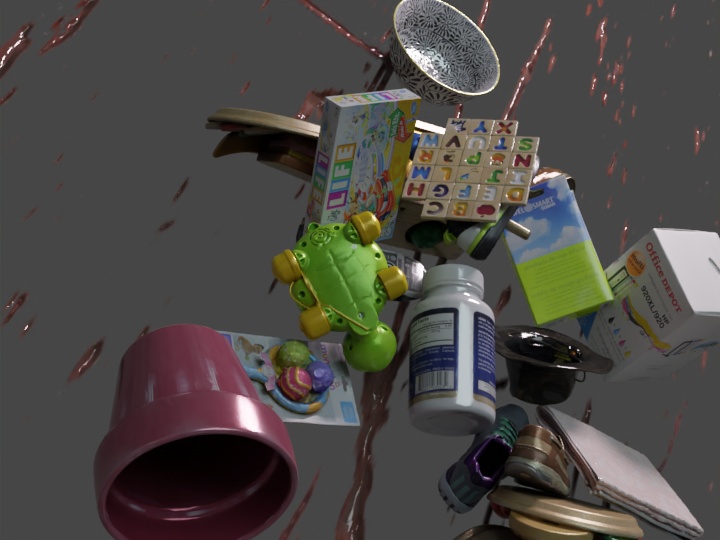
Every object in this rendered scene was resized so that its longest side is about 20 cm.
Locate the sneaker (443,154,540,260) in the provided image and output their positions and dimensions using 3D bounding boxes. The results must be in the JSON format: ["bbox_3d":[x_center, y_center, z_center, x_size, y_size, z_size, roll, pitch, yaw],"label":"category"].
[{"bbox_3d":[0.172,-0.102,1.483,0.082,0.072,0.201,31,54,5],"label":"sneaker"}]

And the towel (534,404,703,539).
[{"bbox_3d":[0.337,0.265,1.466,0.199,0.032,0.191,29,15,-24],"label":"towel"}]

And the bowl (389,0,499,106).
[{"bbox_3d":[0.115,-0.330,1.781,0.199,0.094,0.202,20,48,-23],"label":"bowl"}]

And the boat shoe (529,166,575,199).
[{"bbox_3d":[0.242,-0.113,1.736,0.198,0.073,0.068,-16,38,-34],"label":"boat shoe"}]

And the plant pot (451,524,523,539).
[{"bbox_3d":[0.189,0.382,1.295,0.199,0.093,0.203,20,48,-24],"label":"plant pot"}]

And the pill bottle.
[{"bbox_3d":[0.117,0.099,1.420,0.110,0.111,0.202,16,61,-25],"label":"pill bottle"}]

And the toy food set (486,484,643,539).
[{"bbox_3d":[0.248,0.303,1.347,0.196,0.200,0.049,14,84,-19],"label":"toy food set"}]

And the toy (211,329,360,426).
[{"bbox_3d":[-0.085,0.121,1.327,0.198,0.047,0.116,6,55,-32],"label":"toy"}]

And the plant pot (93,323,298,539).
[{"bbox_3d":[-0.176,0.162,1.144,0.198,0.201,0.180,12,36,-28],"label":"plant pot"}]

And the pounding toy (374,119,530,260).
[{"bbox_3d":[0.112,-0.109,1.575,0.182,0.142,0.202,12,52,-28],"label":"pounding toy"}]

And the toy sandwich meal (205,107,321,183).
[{"bbox_3d":[-0.108,-0.158,1.463,0.203,0.205,0.071,11,91,-29],"label":"toy sandwich meal"}]

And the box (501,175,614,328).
[{"bbox_3d":[0.281,-0.026,1.641,0.121,0.048,0.202,-19,73,2],"label":"box"}]

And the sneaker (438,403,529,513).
[{"bbox_3d":[0.179,0.226,1.408,0.074,0.088,0.200,44,44,2],"label":"sneaker"}]

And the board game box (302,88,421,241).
[{"bbox_3d":[0.000,-0.127,1.424,0.133,0.202,0.034,-13,36,-38],"label":"board game box"}]

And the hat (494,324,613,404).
[{"bbox_3d":[0.240,0.135,1.512,0.198,0.082,0.201,14,13,-3],"label":"hat"}]

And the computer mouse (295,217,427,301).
[{"bbox_3d":[0.000,0.000,1.487,0.198,0.044,0.110,20,43,-15],"label":"computer mouse"}]

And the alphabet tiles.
[{"bbox_3d":[0.148,-0.137,1.486,0.164,0.006,0.201,5,47,15],"label":"alphabet tiles"}]

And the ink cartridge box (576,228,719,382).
[{"bbox_3d":[0.443,0.053,1.649,0.143,0.200,0.148,1,57,-35],"label":"ink cartridge box"}]

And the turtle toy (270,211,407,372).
[{"bbox_3d":[-0.018,0.032,1.378,0.145,0.101,0.202,-25,83,-9],"label":"turtle toy"}]

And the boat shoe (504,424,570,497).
[{"bbox_3d":[0.228,0.234,1.380,0.075,0.200,0.073,13,77,17],"label":"boat shoe"}]
